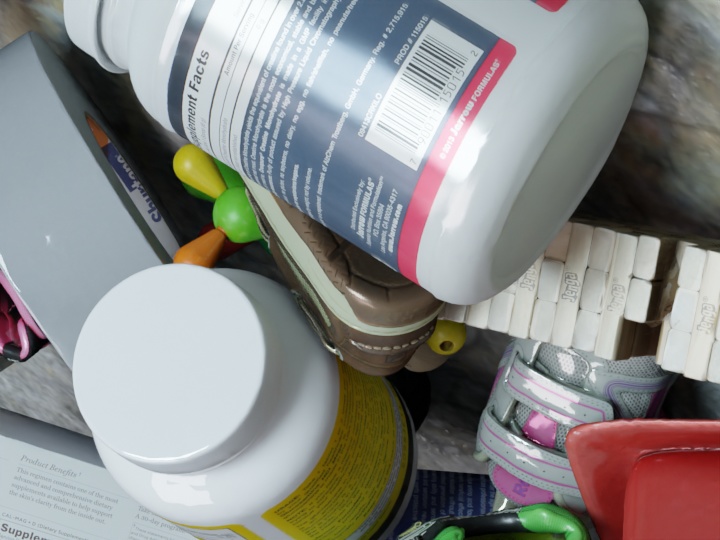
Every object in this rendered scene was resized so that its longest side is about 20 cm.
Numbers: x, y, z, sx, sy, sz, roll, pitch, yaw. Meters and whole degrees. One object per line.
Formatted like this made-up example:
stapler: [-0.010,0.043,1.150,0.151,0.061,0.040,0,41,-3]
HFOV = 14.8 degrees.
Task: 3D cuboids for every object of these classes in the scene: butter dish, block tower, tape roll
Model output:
butter dish: [0.190,0.169,1.203,0.199,0.148,0.200,-2,136,24]
block tower: [0.128,0.013,1.134,0.200,0.054,0.058,13,-173,28]
tape roll: [-0.133,-0.017,1.357,0.201,0.066,0.200,58,-179,-1]

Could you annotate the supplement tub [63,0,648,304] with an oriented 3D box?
supplement tub: [-0.001,-0.091,1.090,0.200,0.140,0.140,32,153,15]

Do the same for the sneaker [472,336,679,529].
sneaker: [0.098,0.064,1.264,0.081,0.088,0.200,27,151,24]

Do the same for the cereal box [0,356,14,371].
cereal box: [-0.249,0.001,1.571,0.144,0.040,0.200,40,-175,-2]

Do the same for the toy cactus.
toy cactus: [0.000,0.000,1.306,0.200,0.102,0.165,9,151,33]

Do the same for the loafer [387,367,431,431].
loafer: [-0.014,0.086,1.468,0.072,0.073,0.200,39,153,11]

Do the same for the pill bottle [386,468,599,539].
pill bottle: [0.051,0.156,1.374,0.199,0.111,0.111,4,149,0]

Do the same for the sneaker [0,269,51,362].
sneaker: [-0.178,0.016,1.482,0.079,0.096,0.200,-31,144,24]

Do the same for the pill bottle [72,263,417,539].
pill bottle: [-0.051,0.064,1.218,0.112,0.113,0.200,28,173,22]

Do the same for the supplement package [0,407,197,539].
supplement package: [-0.167,0.140,1.445,0.199,0.111,0.156,19,179,-10]

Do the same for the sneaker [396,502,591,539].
sneaker: [0.012,0.147,1.234,0.078,0.200,0.085,60,157,26]

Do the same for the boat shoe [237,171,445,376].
boat shoe: [-0.024,-0.041,1.188,0.075,0.074,0.203,97,157,-53]
